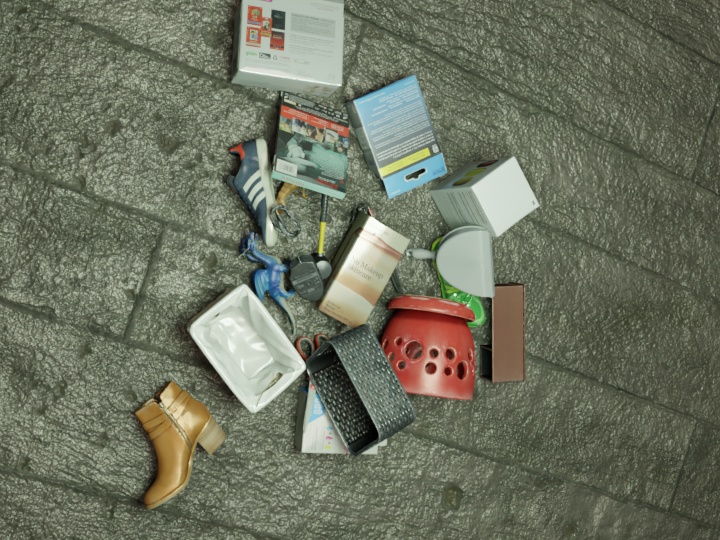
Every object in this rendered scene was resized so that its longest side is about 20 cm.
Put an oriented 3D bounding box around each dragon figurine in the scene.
[{"bbox_3d":[-0.176,0.026,1.497,0.097,0.059,0.205,-8,95,-18],"label":"dragon figurine"}]

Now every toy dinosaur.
[{"bbox_3d":[-0.116,-0.206,1.505,0.104,0.060,0.205,11,89,-17],"label":"toy dinosaur"}]

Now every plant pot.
[{"bbox_3d":[0.132,0.150,1.542,0.196,0.200,0.187,12,82,-19],"label":"plant pot"}]

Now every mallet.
[{"bbox_3d":[-0.069,-0.082,1.496,0.040,0.066,0.204,1,112,-16],"label":"mallet"}]

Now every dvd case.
[{"bbox_3d":[-0.091,-0.236,1.475,0.143,0.022,0.203,15,53,-20],"label":"dvd case"}]

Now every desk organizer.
[{"bbox_3d":[0.297,0.129,1.659,0.075,0.072,0.205,-2,94,-16],"label":"desk organizer"}]

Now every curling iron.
[{"bbox_3d":[0.037,-0.045,1.585,0.049,0.026,0.202,-29,104,-2],"label":"curling iron"}]

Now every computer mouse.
[{"bbox_3d":[-0.117,-0.033,1.457,0.058,0.034,0.203,-18,113,4],"label":"computer mouse"}]

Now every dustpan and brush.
[{"bbox_3d":[0.172,-0.024,1.554,0.057,0.196,0.142,-42,130,-57],"label":"dustpan and brush"}]

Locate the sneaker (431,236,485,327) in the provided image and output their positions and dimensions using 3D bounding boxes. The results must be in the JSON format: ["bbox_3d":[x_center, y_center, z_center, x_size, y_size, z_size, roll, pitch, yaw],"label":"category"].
[{"bbox_3d":[0.203,0.028,1.614,0.073,0.083,0.203,-28,102,-15],"label":"sneaker"}]

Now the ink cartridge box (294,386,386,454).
[{"bbox_3d":[-0.024,0.296,1.559,0.196,0.068,0.118,5,91,-19],"label":"ink cartridge box"}]

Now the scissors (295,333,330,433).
[{"bbox_3d":[-0.083,0.212,1.509,0.072,0.014,0.204,5,58,-20],"label":"scissors"}]

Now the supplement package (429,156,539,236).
[{"bbox_3d":[0.239,-0.143,1.555,0.113,0.200,0.111,-35,103,-14],"label":"supplement package"}]

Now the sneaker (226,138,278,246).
[{"bbox_3d":[-0.202,-0.140,1.469,0.083,0.075,0.204,-8,79,-1],"label":"sneaker"}]

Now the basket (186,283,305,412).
[{"bbox_3d":[-0.216,0.136,1.456,0.135,0.123,0.202,-38,105,-13],"label":"basket"}]

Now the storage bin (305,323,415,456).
[{"bbox_3d":[-0.002,0.220,1.456,0.093,0.135,0.202,-20,75,-34],"label":"storage bin"}]

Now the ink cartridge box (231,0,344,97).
[{"bbox_3d":[-0.133,-0.432,1.471,0.196,0.084,0.180,5,85,-19],"label":"ink cartridge box"}]

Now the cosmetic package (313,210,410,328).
[{"bbox_3d":[0.000,0.000,1.525,0.102,0.087,0.203,27,94,-16],"label":"cosmetic package"}]

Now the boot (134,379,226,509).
[{"bbox_3d":[-0.361,0.316,1.446,0.155,0.073,0.200,49,66,-16],"label":"boot"}]

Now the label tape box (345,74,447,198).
[{"bbox_3d":[0.072,-0.262,1.565,0.141,0.066,0.203,-25,103,-16],"label":"label tape box"}]
